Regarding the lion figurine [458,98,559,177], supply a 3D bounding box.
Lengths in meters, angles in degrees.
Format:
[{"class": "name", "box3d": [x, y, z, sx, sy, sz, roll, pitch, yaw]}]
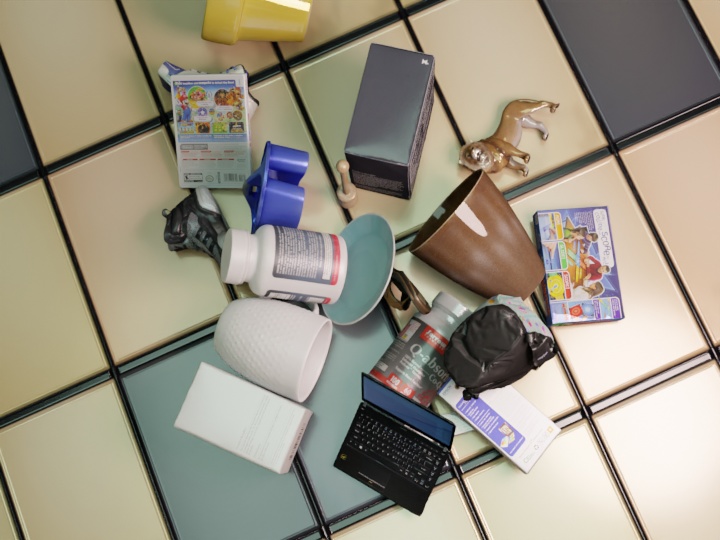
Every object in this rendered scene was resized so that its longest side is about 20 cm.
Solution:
[{"class": "lion figurine", "box3d": [0.269, -0.247, 1.773, 0.121, 0.073, 0.201, 25, 66, 21]}]

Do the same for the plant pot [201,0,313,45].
[{"class": "plant pot", "box3d": [-0.183, -0.501, 1.788, 0.186, 0.201, 0.204, 12, 79, -10]}]

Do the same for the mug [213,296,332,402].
[{"class": "mug", "box3d": [-0.145, 0.106, 1.689, 0.173, 0.149, 0.201, 19, 50, 11]}]

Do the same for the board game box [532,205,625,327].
[{"class": "board game box", "box3d": [0.381, -0.008, 1.717, 0.133, 0.034, 0.204, -4, 78, -7]}]

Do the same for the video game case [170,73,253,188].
[{"class": "video game case", "box3d": [-0.266, -0.250, 1.765, 0.141, 0.018, 0.204, 2, 106, 13]}]

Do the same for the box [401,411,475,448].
[{"class": "box", "box3d": [0.164, 0.262, 1.681, 0.197, 0.039, 0.042, -16, 79, 0]}]

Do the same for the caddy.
[{"class": "caddy", "box3d": [-0.154, -0.137, 1.705, 0.103, 0.200, 0.144, 9, 69, -9]}]

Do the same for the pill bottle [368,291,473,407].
[{"class": "pill bottle", "box3d": [0.111, 0.143, 1.669, 0.115, 0.116, 0.201, 37, 83, 10]}]

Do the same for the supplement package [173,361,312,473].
[{"class": "supplement package", "box3d": [-0.196, 0.251, 1.663, 0.197, 0.117, 0.118, 23, 82, 7]}]

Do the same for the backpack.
[{"class": "backpack", "box3d": [0.232, 0.114, 1.579, 0.166, 0.199, 0.128, -40, 69, 25]}]

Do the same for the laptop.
[{"class": "laptop", "box3d": [0.052, 0.288, 1.611, 0.175, 0.103, 0.203, 27, 101, 15]}]

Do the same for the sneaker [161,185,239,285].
[{"class": "sneaker", "box3d": [-0.283, -0.045, 1.753, 0.112, 0.076, 0.202, -26, 72, -2]}]

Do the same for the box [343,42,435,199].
[{"class": "box", "box3d": [0.053, -0.257, 1.713, 0.121, 0.199, 0.203, 13, 79, 5]}]

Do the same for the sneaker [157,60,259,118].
[{"class": "sneaker", "box3d": [-0.266, -0.338, 1.814, 0.198, 0.081, 0.116, 33, 78, 2]}]

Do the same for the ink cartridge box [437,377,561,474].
[{"class": "ink cartridge box", "box3d": [0.231, 0.238, 1.643, 0.199, 0.037, 0.095, 41, 81, 6]}]

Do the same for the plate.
[{"class": "plate", "box3d": [0.000, 0.000, 1.695, 0.025, 0.199, 0.204, 23, 77, -35]}]

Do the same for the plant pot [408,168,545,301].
[{"class": "plant pot", "box3d": [0.217, -0.037, 1.683, 0.200, 0.187, 0.188, 41, 83, -7]}]

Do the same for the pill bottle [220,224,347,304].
[{"class": "pill bottle", "box3d": [-0.131, -0.014, 1.660, 0.197, 0.119, 0.122, 8, 78, -19]}]

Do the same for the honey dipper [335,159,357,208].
[{"class": "honey dipper", "box3d": [-0.027, -0.153, 1.694, 0.037, 0.200, 0.039, -1, 77, 3]}]

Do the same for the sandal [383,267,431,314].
[{"class": "sandal", "box3d": [0.060, 0.032, 1.669, 0.055, 0.200, 0.082, -44, 123, -2]}]
